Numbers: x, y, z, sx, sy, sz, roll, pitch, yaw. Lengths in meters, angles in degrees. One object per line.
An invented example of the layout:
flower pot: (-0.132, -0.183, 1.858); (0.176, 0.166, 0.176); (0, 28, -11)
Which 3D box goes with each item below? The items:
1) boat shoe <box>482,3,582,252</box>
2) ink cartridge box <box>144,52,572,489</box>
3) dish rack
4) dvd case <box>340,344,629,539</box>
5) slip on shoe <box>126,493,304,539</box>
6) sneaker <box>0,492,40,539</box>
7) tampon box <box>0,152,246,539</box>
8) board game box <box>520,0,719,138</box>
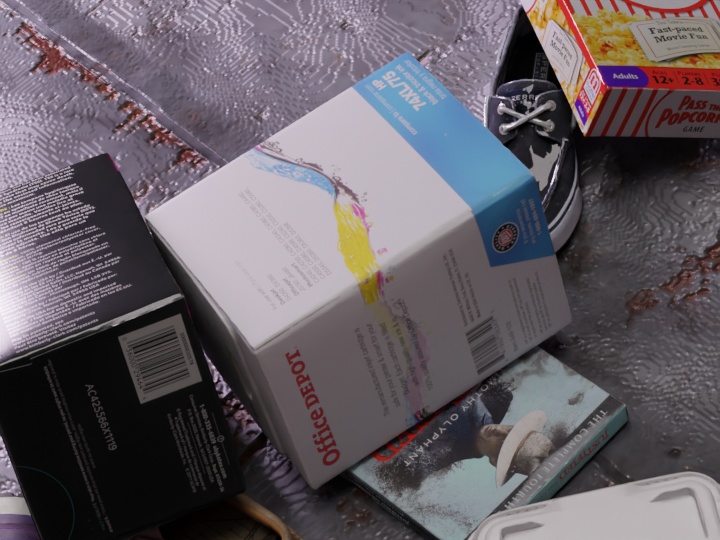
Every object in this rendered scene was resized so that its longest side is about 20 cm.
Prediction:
boat shoe: (0.115, -0.099, 1.629); (0.072, 0.068, 0.200); (1, 53, 16)
ink cartridge box: (0.000, 0.000, 1.503); (0.200, 0.147, 0.146); (-32, 49, -11)
dish rack: (0.150, 0.206, 1.382); (0.171, 0.044, 0.200); (-13, 54, 2)
dvd case: (0.048, 0.086, 1.531); (0.146, 0.022, 0.200); (-42, 55, -18)
slip on shoe: (-0.113, 0.151, 1.496); (0.200, 0.061, 0.076); (27, 63, 31)
sneaker: (-0.286, 0.193, 1.504); (0.200, 0.076, 0.088); (-7, 57, 9)
tampon box: (-0.168, 0.050, 1.483); (0.126, 0.150, 0.200); (-20, 32, -8)
board game box: (0.191, -0.171, 1.640); (0.151, 0.046, 0.200); (-1, 46, -23)
